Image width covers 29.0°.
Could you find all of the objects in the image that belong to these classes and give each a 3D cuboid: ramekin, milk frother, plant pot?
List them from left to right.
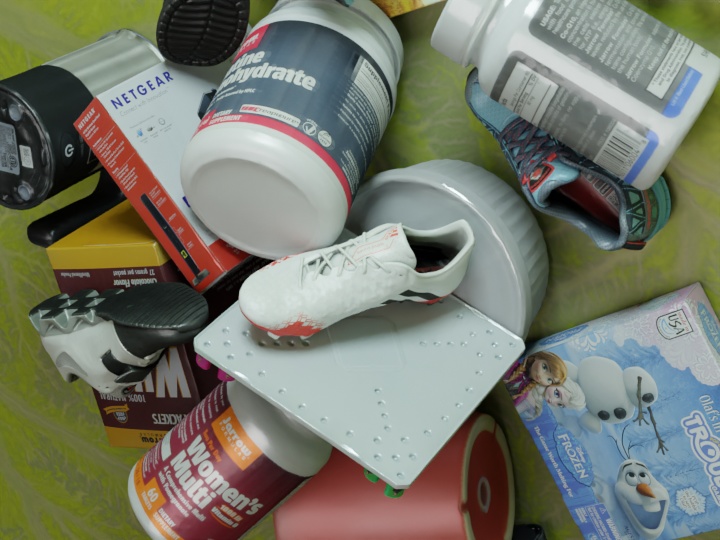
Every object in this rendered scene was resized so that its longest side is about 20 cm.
[{"bbox_3d":[-0.312,-0.139,1.330,0.199,0.188,0.182,30,125,18],"label":"milk frother"},{"bbox_3d":[0.038,0.206,1.282,0.175,0.200,0.203,-5,110,25],"label":"plant pot"},{"bbox_3d":[0.071,-0.003,1.206,0.200,0.094,0.205,15,121,27],"label":"ramekin"}]

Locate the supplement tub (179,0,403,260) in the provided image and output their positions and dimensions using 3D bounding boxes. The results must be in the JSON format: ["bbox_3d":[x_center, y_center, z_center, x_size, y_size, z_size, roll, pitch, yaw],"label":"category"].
[{"bbox_3d":[-0.051,-0.122,1.138,0.139,0.201,0.141,14,143,11],"label":"supplement tub"}]

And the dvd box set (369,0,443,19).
[{"bbox_3d":[0.029,-0.284,1.136,0.198,0.029,0.148,-9,107,36],"label":"dvd box set"}]

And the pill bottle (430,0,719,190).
[{"bbox_3d":[0.159,-0.158,1.044,0.199,0.114,0.114,33,127,5],"label":"pill bottle"}]

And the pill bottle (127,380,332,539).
[{"bbox_3d":[-0.092,0.146,1.160,0.200,0.110,0.110,-43,87,19],"label":"pill bottle"}]

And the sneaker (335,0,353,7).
[{"bbox_3d":[-0.039,-0.302,1.118,0.086,0.078,0.201,-40,69,5],"label":"sneaker"}]

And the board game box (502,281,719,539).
[{"bbox_3d":[0.243,0.134,1.194,0.198,0.043,0.201,-24,98,37],"label":"board game box"}]

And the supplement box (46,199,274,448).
[{"bbox_3d":[-0.157,0.032,1.307,0.131,0.197,0.202,-2,113,33],"label":"supplement box"}]

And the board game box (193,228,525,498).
[{"bbox_3d":[0.001,0.065,1.096,0.199,0.200,0.026,32,134,16],"label":"board game box"}]

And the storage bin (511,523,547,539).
[{"bbox_3d":[0.088,0.323,1.328,0.198,0.135,0.095,-14,107,37],"label":"storage bin"}]

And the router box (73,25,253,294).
[{"bbox_3d":[-0.120,-0.103,1.212,0.180,0.200,0.049,53,136,-1],"label":"router box"}]

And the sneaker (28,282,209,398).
[{"bbox_3d":[-0.192,0.063,1.175,0.198,0.074,0.089,-2,112,42],"label":"sneaker"}]

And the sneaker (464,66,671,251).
[{"bbox_3d":[0.157,-0.094,1.104,0.200,0.095,0.080,41,128,10],"label":"sneaker"}]

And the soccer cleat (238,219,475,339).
[{"bbox_3d":[0.000,0.000,1.075,0.069,0.198,0.085,67,148,25],"label":"soccer cleat"}]

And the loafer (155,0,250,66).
[{"bbox_3d":[-0.119,-0.247,1.127,0.072,0.072,0.201,9,141,-15],"label":"loafer"}]
